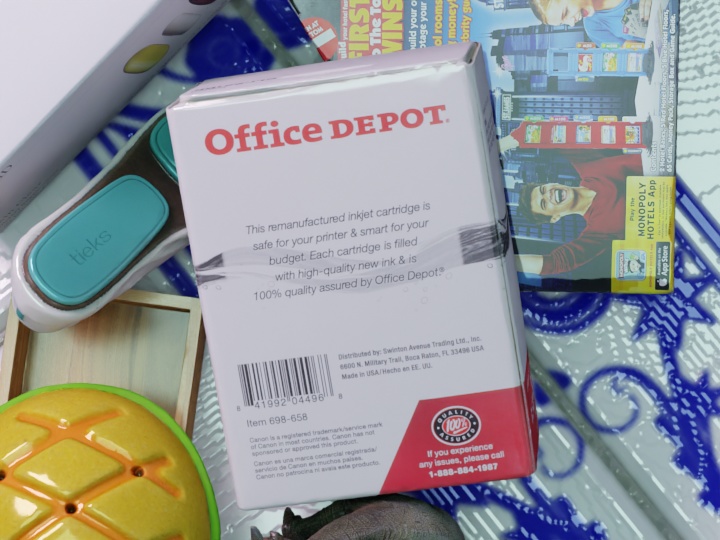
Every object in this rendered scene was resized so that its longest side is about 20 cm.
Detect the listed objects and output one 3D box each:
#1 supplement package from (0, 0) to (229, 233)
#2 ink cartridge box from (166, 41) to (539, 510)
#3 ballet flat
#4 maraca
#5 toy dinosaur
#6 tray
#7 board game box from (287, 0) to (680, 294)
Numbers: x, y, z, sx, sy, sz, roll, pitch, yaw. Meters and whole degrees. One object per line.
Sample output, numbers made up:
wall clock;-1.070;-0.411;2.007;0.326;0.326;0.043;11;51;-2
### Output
supplement package;-0.182;-0.136;1.153;0.200;0.111;0.156;-44;84;12
ink cartridge box;0.000;0.000;1.109;0.144;0.084;0.200;-7;103;7
ballet flat;-0.102;-0.034;1.173;0.069;0.069;0.200;47;59;6
maraca;-0.133;0.148;1.104;0.137;0.107;0.200;-4;68;-1
toy dinosaur;0.013;0.134;1.131;0.102;0.200;0.077;-12;57;25
tray;-0.139;0.108;1.188;0.099;0.037;0.200;7;85;4
board game box;0.060;-0.090;1.176;0.200;0.062;0.200;2;91;6
